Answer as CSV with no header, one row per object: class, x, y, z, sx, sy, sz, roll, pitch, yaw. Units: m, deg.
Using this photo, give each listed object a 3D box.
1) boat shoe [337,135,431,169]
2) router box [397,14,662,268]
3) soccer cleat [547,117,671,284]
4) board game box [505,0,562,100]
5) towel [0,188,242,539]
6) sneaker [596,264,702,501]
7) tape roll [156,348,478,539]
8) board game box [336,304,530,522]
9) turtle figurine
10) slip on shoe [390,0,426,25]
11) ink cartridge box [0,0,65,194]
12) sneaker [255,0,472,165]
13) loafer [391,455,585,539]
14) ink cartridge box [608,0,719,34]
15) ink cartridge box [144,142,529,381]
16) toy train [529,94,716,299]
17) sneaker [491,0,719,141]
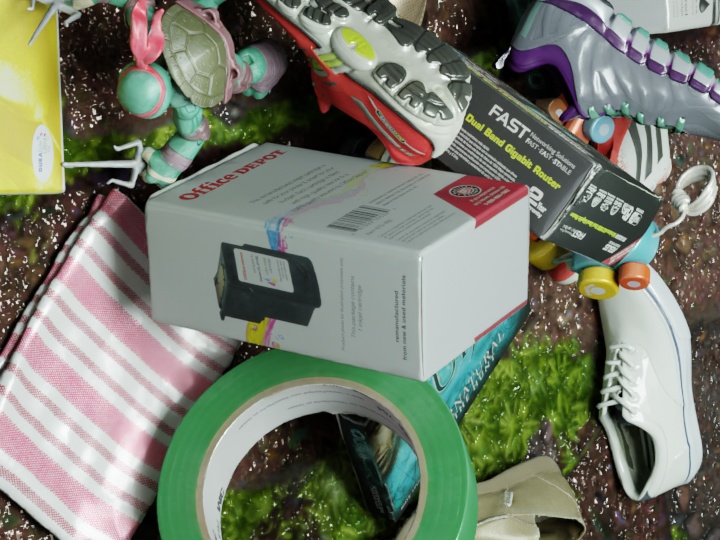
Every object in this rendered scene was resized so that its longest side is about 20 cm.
boat shoe,0.000,0.000,1.396,0.074,0.062,0.202,-18,122,-55
router box,0.094,-0.088,1.364,0.062,0.200,0.150,-55,155,8
soccer cleat,0.200,-0.071,1.570,0.085,0.068,0.201,34,65,-31
board game box,0.140,-0.245,1.503,0.135,0.028,0.201,-44,126,-50
towel,-0.159,0.069,1.284,0.146,0.030,0.201,43,64,-32
sneaker,0.219,0.087,1.582,0.071,0.073,0.201,-31,110,-40
tape roll,-0.026,0.144,1.270,0.201,0.199,0.048,-63,158,-20
board game box,0.054,0.061,1.422,0.201,0.028,0.136,-56,152,-25
turtle figurine,-0.119,-0.126,1.248,0.200,0.100,0.151,-42,124,-57
slip on shoe,0.036,-0.243,1.427,0.076,0.060,0.202,21,77,-39
ink cartridge box,-0.267,-0.141,1.179,0.199,0.047,0.200,-4,95,-43
sneaker,-0.019,-0.142,1.290,0.077,0.085,0.200,-33,73,-35
loafer,0.092,0.194,1.463,0.199,0.067,0.076,-25,142,-38
ink cartridge box,0.234,-0.258,1.550,0.200,0.084,0.147,-18,104,-56
ink cartridge box,-0.014,-0.011,1.259,0.146,0.199,0.083,-32,126,-53
toy train,0.163,-0.067,1.475,0.055,0.200,0.151,30,96,-36
sneaker,0.193,-0.124,1.443,0.199,0.074,0.088,34,91,3
